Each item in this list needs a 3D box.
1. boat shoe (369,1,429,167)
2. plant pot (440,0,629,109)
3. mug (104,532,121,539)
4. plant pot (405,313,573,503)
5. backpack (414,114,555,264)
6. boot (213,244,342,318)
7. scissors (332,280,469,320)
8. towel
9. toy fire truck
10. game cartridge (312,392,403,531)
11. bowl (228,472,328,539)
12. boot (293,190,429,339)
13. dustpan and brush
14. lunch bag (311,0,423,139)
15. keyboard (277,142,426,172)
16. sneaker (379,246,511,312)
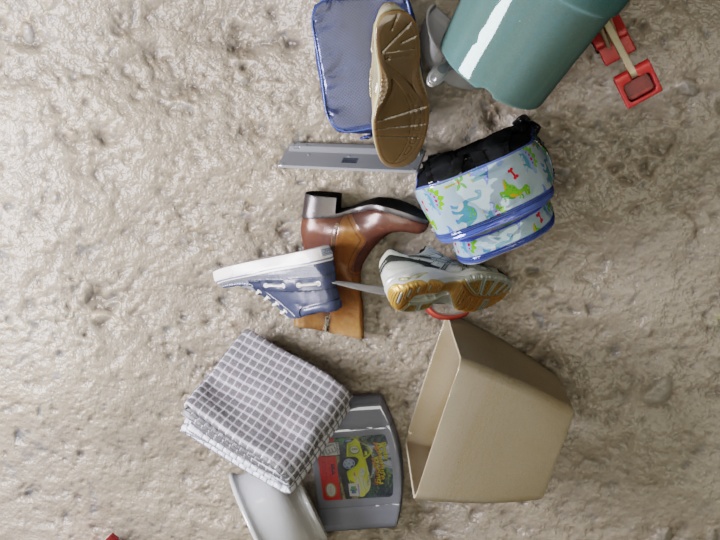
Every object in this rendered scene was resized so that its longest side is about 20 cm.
[{"bbox_3d":[0.044,-0.228,1.469,0.071,0.065,0.202,-7,117,-4],"label":"boat shoe"},{"bbox_3d":[0.204,-0.312,1.413,0.199,0.200,0.197,33,120,1],"label":"plant pot"},{"bbox_3d":[-0.354,0.519,1.788,0.200,0.133,0.178,44,103,1],"label":"mug"},{"bbox_3d":[0.177,0.201,1.613,0.175,0.200,0.202,15,104,-6],"label":"plant pot"},{"bbox_3d":[0.168,-0.097,1.537,0.181,0.200,0.148,-22,98,12],"label":"backpack"},{"bbox_3d":[-0.118,0.026,1.648,0.198,0.072,0.092,-10,94,35],"label":"boot"},{"bbox_3d":[0.060,0.037,1.619,0.198,0.014,0.074,-4,68,-25],"label":"scissors"},{"bbox_3d":[-0.133,0.190,1.654,0.199,0.086,0.166,29,64,14],"label":"towel"},{"bbox_3d":[0.310,-0.307,1.500,0.048,0.141,0.201,-27,97,13],"label":"toy fire truck"},{"bbox_3d":[-0.005,0.281,1.731,0.131,0.041,0.203,-7,101,6],"label":"game cartridge"},{"bbox_3d":[-0.105,0.360,1.694,0.090,0.201,0.203,-26,98,-5],"label":"bowl"},{"bbox_3d":[0.000,0.000,1.652,0.186,0.069,0.203,5,104,7],"label":"boot"},{"bbox_3d":[0.118,-0.268,1.508,0.139,0.200,0.057,39,138,-1],"label":"dustpan and brush"},{"bbox_3d":[0.012,-0.267,1.561,0.134,0.132,0.203,-8,99,2],"label":"lunch bag"},{"bbox_3d":[-0.012,-0.152,1.616,0.197,0.057,0.011,3,133,16],"label":"keyboard"},{"bbox_3d":[0.115,0.002,1.609,0.198,0.088,0.076,3,134,-33],"label":"sneaker"}]
